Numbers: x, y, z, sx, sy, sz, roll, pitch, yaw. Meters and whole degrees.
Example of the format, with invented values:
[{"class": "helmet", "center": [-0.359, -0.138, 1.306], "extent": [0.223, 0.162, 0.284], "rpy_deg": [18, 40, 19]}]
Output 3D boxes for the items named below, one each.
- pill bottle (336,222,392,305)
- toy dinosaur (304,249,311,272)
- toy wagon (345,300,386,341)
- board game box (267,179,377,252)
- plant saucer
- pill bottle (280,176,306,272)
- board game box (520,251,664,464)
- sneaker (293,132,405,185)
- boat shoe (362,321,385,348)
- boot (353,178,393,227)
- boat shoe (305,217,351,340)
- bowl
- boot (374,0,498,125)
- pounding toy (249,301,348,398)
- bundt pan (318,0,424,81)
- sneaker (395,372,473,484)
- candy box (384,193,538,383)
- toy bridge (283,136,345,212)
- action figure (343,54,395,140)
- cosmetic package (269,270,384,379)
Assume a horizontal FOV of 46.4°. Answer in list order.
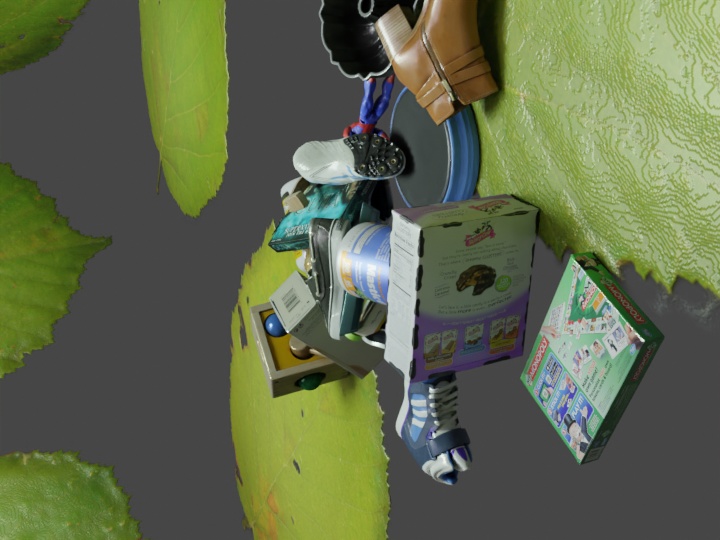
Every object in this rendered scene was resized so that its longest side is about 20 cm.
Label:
[{"class": "pill bottle", "center": [0.071, 0.001, 1.157], "extent": [0.200, 0.112, 0.112], "rpy_deg": [14, 113, 44]}, {"class": "toy dinosaur", "center": [-0.056, -0.031, 1.408], "extent": [0.200, 0.058, 0.101], "rpy_deg": [37, 99, 44]}, {"class": "toy wagon", "center": [0.022, 0.016, 1.357], "extent": [0.155, 0.039, 0.200], "rpy_deg": [-59, 16, 26]}, {"class": "board game box", "center": [-0.063, -0.096, 1.361], "extent": [0.200, 0.028, 0.136], "rpy_deg": [-5, 51, 55]}, {"class": "plant saucer", "center": [0.000, 0.000, 1.262], "extent": [0.070, 0.019, 0.201], "rpy_deg": [6, -85, -77]}, {"class": "pill bottle", "center": [-0.071, -0.065, 1.514], "extent": [0.112, 0.112, 0.201], "rpy_deg": [142, 117, -64]}, {"class": "board game box", "center": [0.248, 0.099, 0.927], "extent": [0.135, 0.029, 0.200], "rpy_deg": [-119, 30, -42]}, {"class": "sneaker", "center": [-0.011, -0.162, 1.258], "extent": [0.200, 0.072, 0.072], "rpy_deg": [6, 79, 38]}, {"class": "boat shoe", "center": [0.060, 0.098, 1.324], "extent": [0.200, 0.075, 0.061], "rpy_deg": [23, 111, 61]}, {"class": "boot", "center": [0.001, -0.059, 1.329], "extent": [0.095, 0.073, 0.201], "rpy_deg": [-28, 49, 49]}, {"class": "boat shoe", "center": [-0.047, 0.011, 1.260], "extent": [0.071, 0.063, 0.201], "rpy_deg": [-56, -30, -59]}, {"class": "bowl", "center": [0.097, -0.169, 1.174], "extent": [0.201, 0.039, 0.201], "rpy_deg": [171, 90, -67]}, {"class": "boot", "center": [0.124, -0.284, 1.016], "extent": [0.200, 0.077, 0.156], "rpy_deg": [-32, 89, 28]}, {"class": "pounding toy", "center": [-0.096, 0.144, 1.596], "extent": [0.142, 0.184, 0.200], "rpy_deg": [98, 155, -61]}, {"class": "bundt pan", "center": [0.034, -0.361, 1.159], "extent": [0.202, 0.076, 0.203], "rpy_deg": [5, 97, 48]}, {"class": "sneaker", "center": [0.126, 0.214, 1.211], "extent": [0.146, 0.080, 0.200], "rpy_deg": [46, 135, 39]}, {"class": "candy box", "center": [0.120, 0.019, 1.018], "extent": [0.072, 0.167, 0.201], "rpy_deg": [38, 132, 55]}, {"class": "toy bridge", "center": [-0.067, -0.161, 1.385], "extent": [0.067, 0.200, 0.027], "rpy_deg": [-16, 118, 45]}, {"class": "action figure", "center": [0.022, -0.225, 1.296], "extent": [0.200, 0.065, 0.099], "rpy_deg": [118, 144, -55]}, {"class": "cosmetic package", "center": [-0.052, 0.095, 1.424], "extent": [0.071, 0.200, 0.105], "rpy_deg": [-45, 39, 8]}]
